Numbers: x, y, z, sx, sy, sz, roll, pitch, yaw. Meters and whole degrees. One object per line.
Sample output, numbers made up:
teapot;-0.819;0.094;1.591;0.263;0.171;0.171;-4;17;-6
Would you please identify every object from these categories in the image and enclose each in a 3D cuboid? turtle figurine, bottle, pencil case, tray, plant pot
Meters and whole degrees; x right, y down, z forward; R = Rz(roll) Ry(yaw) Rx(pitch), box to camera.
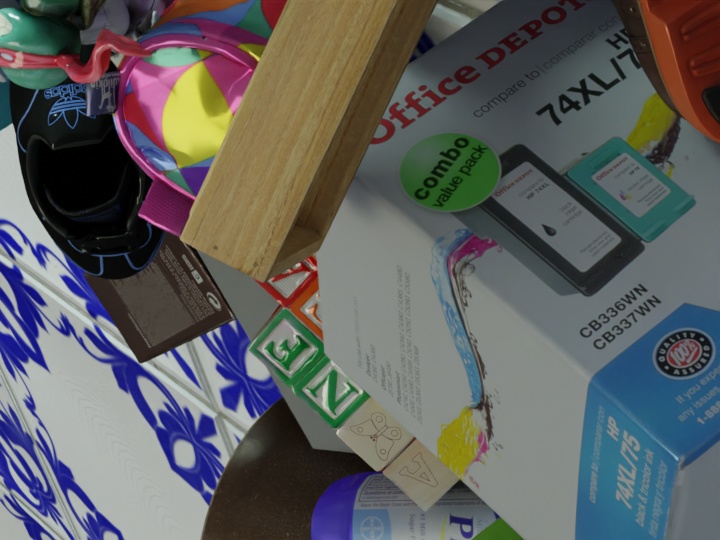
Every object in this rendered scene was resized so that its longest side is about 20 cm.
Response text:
turtle figurine;-0.131;-0.143;0.767;0.150;0.100;0.201;18;104;58
bottle;0.078;0.139;1.008;0.199;0.065;0.084;-3;105;18
pencil case;-0.034;-0.098;0.852;0.088;0.200;0.089;12;125;17
tray;0.004;-0.098;0.702;0.037;0.201;0.099;27;-170;5
plant pot;0.045;0.171;1.133;0.199;0.187;0.188;13;135;39

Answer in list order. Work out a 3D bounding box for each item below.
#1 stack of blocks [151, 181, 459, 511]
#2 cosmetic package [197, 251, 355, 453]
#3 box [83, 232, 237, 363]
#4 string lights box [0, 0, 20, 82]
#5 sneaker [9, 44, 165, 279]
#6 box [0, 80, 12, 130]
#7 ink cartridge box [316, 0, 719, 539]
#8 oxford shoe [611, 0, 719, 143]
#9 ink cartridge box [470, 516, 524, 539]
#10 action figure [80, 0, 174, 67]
stack of blocks;0.000;0.000;0.966;0.200;0.115;0.059;43;-159;-5
cosmetic package;-0.018;-0.014;1.063;0.200;0.107;0.090;57;159;-9
box;-0.083;-0.011;1.207;0.075;0.100;0.200;56;157;-2
string lights box;-0.166;-0.200;0.947;0.059;0.201;0.103;16;165;16
sneaker;-0.129;-0.038;0.985;0.200;0.070;0.078;81;178;-58
box;-0.155;-0.135;1.043;0.082;0.200;0.049;34;151;43
ink cartridge box;0.098;0.011;0.809;0.200;0.146;0.146;41;155;29
oxford shoe;0.096;-0.139;0.710;0.073;0.071;0.201;39;150;64
ink cartridge box;0.111;0.123;0.866;0.148;0.200;0.076;40;153;31
action figure;-0.090;-0.131;0.922;0.069;0.200;0.131;-17;105;29
